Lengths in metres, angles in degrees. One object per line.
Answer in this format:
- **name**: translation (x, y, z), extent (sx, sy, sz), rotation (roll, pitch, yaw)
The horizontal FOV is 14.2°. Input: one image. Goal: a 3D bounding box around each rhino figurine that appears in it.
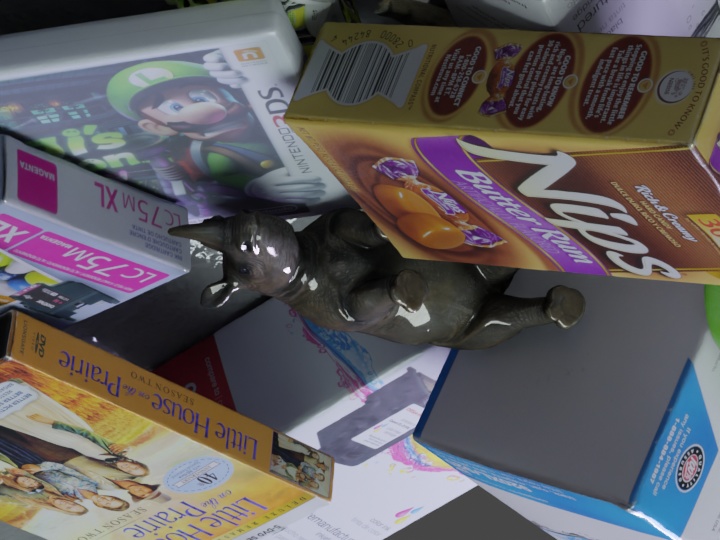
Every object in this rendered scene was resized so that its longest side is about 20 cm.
- **rhino figurine**: translation (0.000, 0.000, 1.342), extent (0.199, 0.060, 0.087), rotation (9, 166, -29)

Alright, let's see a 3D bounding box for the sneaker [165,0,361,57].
- **sneaker**: translation (-0.050, -0.126, 1.252), extent (0.076, 0.076, 0.200), rotation (-23, 144, 4)

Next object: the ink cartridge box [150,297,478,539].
- **ink cartridge box**: translation (0.011, 0.063, 1.538), extent (0.200, 0.083, 0.146), rotation (-31, 143, 17)

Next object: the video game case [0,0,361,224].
- **video game case**: translation (-0.112, -0.059, 1.295), extent (0.199, 0.023, 0.182), rotation (-7, 155, 10)

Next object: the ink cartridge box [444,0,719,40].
- **ink cartridge box**: translation (0.120, -0.131, 1.273), extent (0.146, 0.084, 0.200), rotation (-50, 147, -10)

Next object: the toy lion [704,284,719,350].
- **toy lion**: translation (0.233, 0.021, 1.358), extent (0.200, 0.069, 0.192), rotation (17, 98, -41)

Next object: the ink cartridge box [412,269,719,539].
- **ink cartridge box**: translation (0.158, 0.073, 1.442), extent (0.200, 0.144, 0.148), rotation (37, 73, -45)

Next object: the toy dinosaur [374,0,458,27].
- **toy dinosaur**: translation (0.044, -0.107, 1.325), extent (0.088, 0.047, 0.200), rotation (-55, 166, -14)

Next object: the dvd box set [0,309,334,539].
- **dvd box set**: translation (-0.134, 0.092, 1.429), extent (0.200, 0.029, 0.146), rotation (28, 142, -33)

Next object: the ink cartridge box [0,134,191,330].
- **ink cartridge box**: translation (-0.190, 0.002, 1.346), extent (0.200, 0.042, 0.119), rotation (-21, 151, 37)

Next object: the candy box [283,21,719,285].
- **candy box**: translation (0.081, -0.049, 1.213), extent (0.199, 0.057, 0.117), rotation (4, 152, 35)
